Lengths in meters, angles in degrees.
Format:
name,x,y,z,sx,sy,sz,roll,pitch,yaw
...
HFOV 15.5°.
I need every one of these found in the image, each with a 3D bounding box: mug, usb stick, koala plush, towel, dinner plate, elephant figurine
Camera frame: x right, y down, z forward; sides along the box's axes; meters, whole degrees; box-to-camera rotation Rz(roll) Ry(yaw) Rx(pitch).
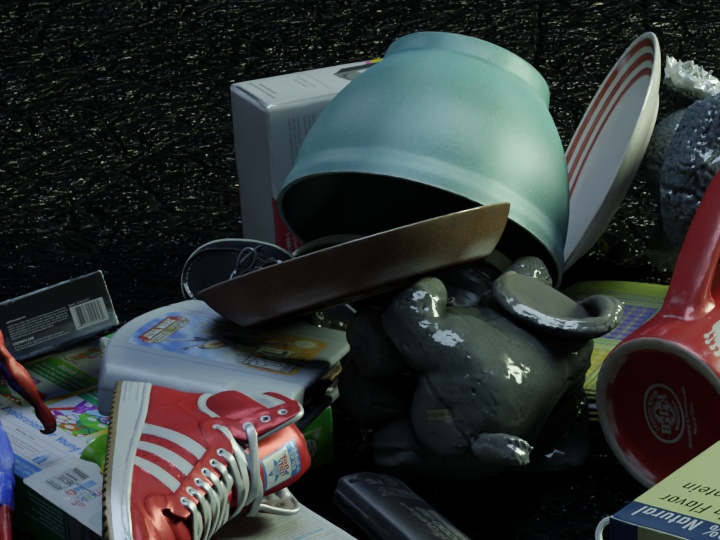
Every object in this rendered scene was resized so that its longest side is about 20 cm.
name,x,y,z,sx,sy,sz,roll,pitch,yaw
mug,0.230,0.034,1.612,0.200,0.178,0.133,-31,-4,-41
usb stick,0.045,0.161,1.473,0.055,0.033,0.200,12,13,-30
koala plush,0.257,-0.068,1.825,0.183,0.179,0.200,-1,11,-20
towel,0.164,0.052,1.756,0.143,0.023,0.200,6,23,25
dinner plate,0.169,-0.072,1.867,0.024,0.201,0.200,26,21,-7
elephant figurine,0.098,0.052,1.617,0.199,0.156,0.141,-14,-17,-37

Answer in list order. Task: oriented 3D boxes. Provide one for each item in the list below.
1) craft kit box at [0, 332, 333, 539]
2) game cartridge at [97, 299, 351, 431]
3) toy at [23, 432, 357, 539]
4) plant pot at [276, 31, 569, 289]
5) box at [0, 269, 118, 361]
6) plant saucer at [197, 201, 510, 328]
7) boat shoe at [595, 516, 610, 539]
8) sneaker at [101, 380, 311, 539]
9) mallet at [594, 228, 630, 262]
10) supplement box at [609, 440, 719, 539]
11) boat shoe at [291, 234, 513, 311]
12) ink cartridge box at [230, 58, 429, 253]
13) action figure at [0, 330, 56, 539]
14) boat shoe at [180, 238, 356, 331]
name,x,y,z,sx,sy,sz,roll,pitch,yaw
craft kit box,-0.152,0.100,1.655,0.197,0.049,0.200,-21,28,-32
game cartridge,-0.082,0.059,1.610,0.132,0.042,0.200,15,14,10
toy,-0.083,0.157,1.476,0.115,0.047,0.200,-22,44,-41
plant pot,0.057,-0.077,1.806,0.199,0.200,0.135,7,66,24
box,-0.259,0.052,1.689,0.199,0.040,0.137,-19,-1,-13
plant saucer,0.000,0.000,1.618,0.199,0.032,0.200,-17,-3,-1
boat shoe,0.164,0.160,1.395,0.201,0.087,0.074,-21,27,-38
sneaker,-0.081,0.122,1.416,0.112,0.072,0.200,2,30,-3
mallet,0.136,-0.046,2.000,0.041,0.066,0.200,-17,40,-28
supplement box,0.257,0.166,1.299,0.199,0.135,0.199,13,27,36
boat shoe,0.015,0.024,1.791,0.198,0.075,0.066,3,50,36
ink cartridge box,0.014,-0.075,1.926,0.199,0.149,0.086,-11,19,-22
action figure,-0.213,0.106,1.540,0.065,0.099,0.201,-21,61,14
boat shoe,-0.066,0.023,1.784,0.062,0.075,0.200,22,6,-40
